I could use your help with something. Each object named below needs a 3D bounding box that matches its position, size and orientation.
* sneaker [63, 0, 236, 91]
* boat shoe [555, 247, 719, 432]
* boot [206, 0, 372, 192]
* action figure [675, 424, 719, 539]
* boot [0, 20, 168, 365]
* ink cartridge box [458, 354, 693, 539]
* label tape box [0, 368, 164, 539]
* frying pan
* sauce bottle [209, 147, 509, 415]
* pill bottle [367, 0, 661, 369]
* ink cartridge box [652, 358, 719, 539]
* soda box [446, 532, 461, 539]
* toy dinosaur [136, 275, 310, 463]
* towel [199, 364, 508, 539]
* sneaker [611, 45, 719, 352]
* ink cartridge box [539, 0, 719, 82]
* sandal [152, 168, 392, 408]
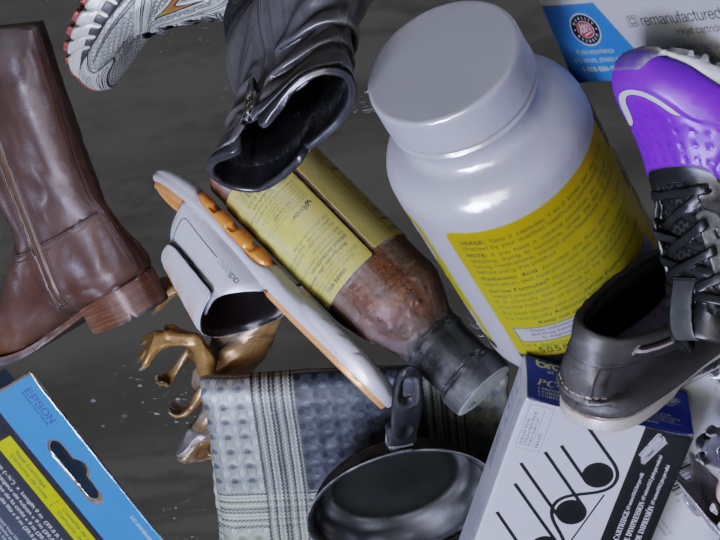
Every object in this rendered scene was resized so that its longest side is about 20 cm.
[{"bbox_3d":[-0.091,-0.160,1.131,0.082,0.078,0.200,45,124,-8],"label":"sneaker"},{"bbox_3d":[0.171,0.011,1.048,0.067,0.200,0.057,24,133,32],"label":"boat shoe"},{"bbox_3d":[-0.008,-0.134,1.026,0.070,0.132,0.200,22,129,-19],"label":"boot"},{"bbox_3d":[0.240,0.112,1.055,0.130,0.069,0.200,38,126,-7],"label":"action figure"},{"bbox_3d":[-0.221,-0.049,1.257,0.186,0.064,0.200,-19,103,37],"label":"boot"},{"bbox_3d":[0.107,0.147,1.124,0.094,0.044,0.200,14,121,-5],"label":"ink cartridge box"},{"bbox_3d":[-0.227,0.147,1.359,0.200,0.063,0.144,-30,103,31],"label":"label tape box"},{"bbox_3d":[0.009,0.114,1.179,0.115,0.031,0.190,-23,140,10],"label":"frying pan"},{"bbox_3d":[0.000,0.000,1.161,0.200,0.066,0.066,47,125,15],"label":"sauce bottle"},{"bbox_3d":[0.080,-0.043,1.065,0.111,0.111,0.200,-8,141,25],"label":"pill bottle"},{"bbox_3d":[0.232,0.098,1.140,0.200,0.084,0.145,-31,101,31],"label":"ink cartridge box"},{"bbox_3d":[0.074,0.200,1.230,0.200,0.071,0.063,-29,129,16],"label":"soda box"},{"bbox_3d":[-0.075,0.039,1.257,0.106,0.060,0.200,21,131,-21],"label":"toy dinosaur"},{"bbox_3d":[0.004,0.146,1.270,0.192,0.035,0.200,-3,116,4],"label":"towel"},{"bbox_3d":[0.174,-0.013,0.974,0.200,0.100,0.070,49,160,-21],"label":"sneaker"},{"bbox_3d":[0.134,-0.199,0.982,0.146,0.084,0.200,4,125,59],"label":"ink cartridge box"},{"bbox_3d":[-0.066,0.020,1.176,0.059,0.079,0.207,-44,65,-3],"label":"sandal"}]
